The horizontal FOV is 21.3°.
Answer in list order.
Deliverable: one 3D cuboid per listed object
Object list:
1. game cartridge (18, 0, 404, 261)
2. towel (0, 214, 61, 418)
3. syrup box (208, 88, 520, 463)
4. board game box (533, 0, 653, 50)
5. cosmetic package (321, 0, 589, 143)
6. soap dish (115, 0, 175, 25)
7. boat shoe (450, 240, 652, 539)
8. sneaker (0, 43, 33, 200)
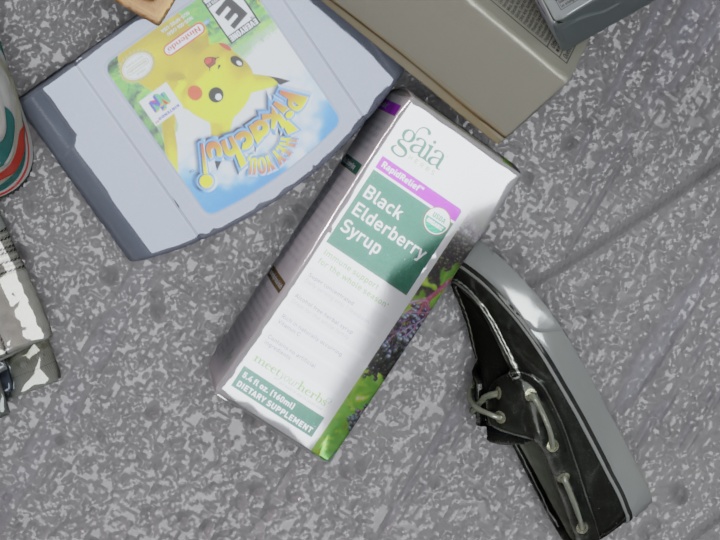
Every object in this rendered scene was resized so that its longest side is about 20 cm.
[{"bbox_3d":[-0.079,-0.101,1.100,0.200,0.040,0.134,-36,104,-1],"label":"game cartridge"},{"bbox_3d":[-0.288,0.012,1.088,0.192,0.035,0.201,-22,101,-4],"label":"towel"},{"bbox_3d":[0.000,0.000,1.100,0.079,0.081,0.201,33,94,-11],"label":"syrup box"},{"bbox_3d":[0.121,-0.242,1.011,0.147,0.064,0.201,-29,77,7],"label":"board game box"},{"bbox_3d":[0.036,-0.177,1.062,0.200,0.073,0.104,38,48,-9],"label":"cosmetic package"},{"bbox_3d":[-0.126,-0.258,1.041,0.157,0.081,0.201,30,93,-4],"label":"soap dish"},{"bbox_3d":[0.099,0.076,1.125,0.064,0.071,0.201,-34,102,-11],"label":"boat shoe"},{"bbox_3d":[-0.230,-0.137,1.029,0.070,0.093,0.201,-21,85,-10],"label":"sneaker"}]
